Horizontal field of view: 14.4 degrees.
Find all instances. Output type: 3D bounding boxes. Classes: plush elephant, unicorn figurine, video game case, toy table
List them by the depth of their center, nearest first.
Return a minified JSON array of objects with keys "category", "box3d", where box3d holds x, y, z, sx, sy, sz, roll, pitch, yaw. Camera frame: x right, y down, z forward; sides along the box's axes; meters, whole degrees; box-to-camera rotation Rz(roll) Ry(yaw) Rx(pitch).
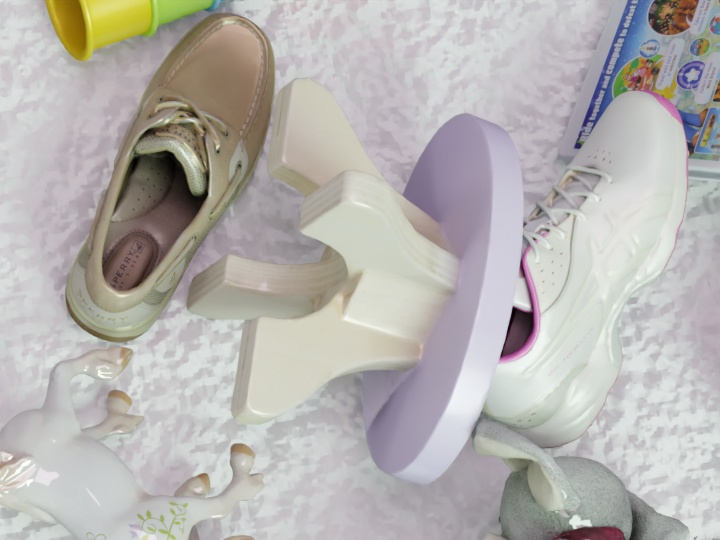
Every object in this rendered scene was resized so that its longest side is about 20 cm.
[{"category":"unicorn figurine","box3d":[-0.143,0.104,1.433,0.200,0.074,0.137,26,41,22]},{"category":"plush elephant","box3d":[0.098,0.161,1.443,0.200,0.155,0.165,-44,129,9]},{"category":"toy table","box3d":[0.000,0.000,1.466,0.117,0.184,0.201,19,53,-23]},{"category":"video game case","box3d":[0.219,-0.111,1.560,0.199,0.018,0.144,7,64,32]}]

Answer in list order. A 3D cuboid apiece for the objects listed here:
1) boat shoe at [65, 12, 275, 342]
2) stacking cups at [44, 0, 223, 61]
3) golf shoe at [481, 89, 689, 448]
[{"category":"boat shoe","box3d":[-0.095,-0.058,1.510,0.072,0.065,0.200,27,66,-2]},{"category":"stacking cups","box3d":[-0.071,-0.168,1.559,0.199,0.061,0.061,-18,76,-23]},{"category":"golf shoe","box3d":[0.110,-0.009,1.504,0.091,0.075,0.201,28,78,-39]}]
